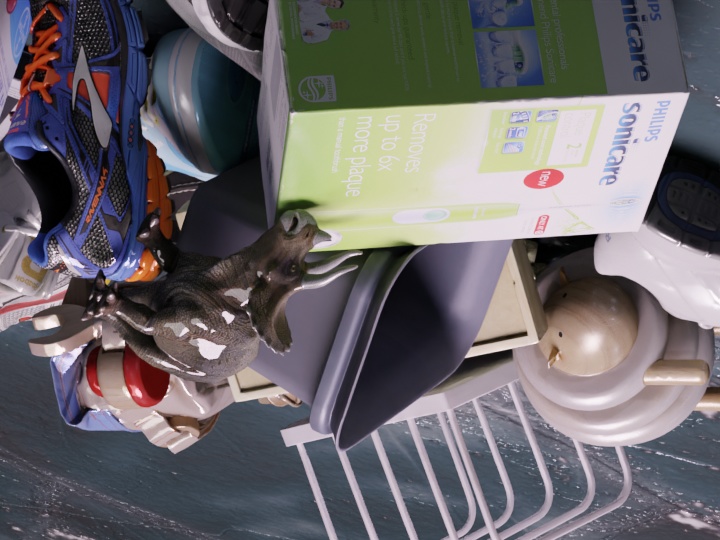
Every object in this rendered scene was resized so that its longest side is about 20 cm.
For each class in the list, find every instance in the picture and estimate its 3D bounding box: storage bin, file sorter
[{"bbox_3d":[-0.016,0.004,1.629,0.134,0.146,0.200,27,-155,17],"label":"storage bin"},{"bbox_3d":[0.071,0.130,1.997,0.138,0.125,0.200,-22,-177,-35],"label":"file sorter"}]

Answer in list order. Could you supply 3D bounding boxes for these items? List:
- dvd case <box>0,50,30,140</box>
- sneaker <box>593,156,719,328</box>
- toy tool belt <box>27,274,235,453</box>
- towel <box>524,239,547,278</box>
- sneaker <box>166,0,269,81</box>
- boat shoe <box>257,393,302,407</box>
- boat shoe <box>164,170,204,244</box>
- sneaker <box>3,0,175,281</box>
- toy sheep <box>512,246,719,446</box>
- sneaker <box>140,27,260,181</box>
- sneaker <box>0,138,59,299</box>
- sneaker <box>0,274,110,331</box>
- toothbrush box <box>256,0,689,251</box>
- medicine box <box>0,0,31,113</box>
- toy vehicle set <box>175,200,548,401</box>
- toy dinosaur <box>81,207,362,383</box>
[{"bbox_3d":[-0.289,-0.117,1.814,0.150,0.025,0.200,20,158,-15],"label":"dvd case"},{"bbox_3d":[0.227,0.003,1.700,0.199,0.075,0.087,28,144,-13],"label":"sneaker"},{"bbox_3d":[-0.147,0.054,1.815,0.122,0.126,0.200,-6,-174,23],"label":"toy tool belt"},{"bbox_3d":[0.024,-0.001,1.893,0.199,0.037,0.149,15,159,-1],"label":"towel"},{"bbox_3d":[-0.042,-0.134,1.555,0.079,0.074,0.200,27,173,39],"label":"sneaker"},{"bbox_3d":[-0.048,0.057,1.933,0.199,0.072,0.076,11,171,10],"label":"boat shoe"},{"bbox_3d":[-0.046,-0.031,1.786,0.199,0.066,0.072,2,124,19],"label":"boat shoe"},{"bbox_3d":[-0.156,-0.089,1.566,0.078,0.201,0.075,-10,175,-29],"label":"sneaker"},{"bbox_3d":[0.161,0.048,1.801,0.137,0.139,0.200,7,165,19],"label":"toy sheep"},{"bbox_3d":[-0.124,-0.095,1.655,0.130,0.080,0.200,11,167,11],"label":"sneaker"},{"bbox_3d":[-0.181,-0.038,1.820,0.073,0.116,0.200,27,155,-27],"label":"sneaker"},{"bbox_3d":[-0.231,0.013,2.042,0.082,0.078,0.200,20,159,-19],"label":"sneaker"},{"bbox_3d":[0.052,-0.083,1.476,0.199,0.087,0.146,-4,153,-9],"label":"toothbrush box"},{"bbox_3d":[-0.258,-0.104,1.566,0.102,0.201,0.182,14,160,4],"label":"medicine box"},{"bbox_3d":[0.000,0.000,1.734,0.199,0.125,0.027,-11,-165,19],"label":"toy vehicle set"},{"bbox_3d":[-0.089,0.028,1.516,0.102,0.077,0.200,31,147,-10],"label":"toy dinosaur"}]
